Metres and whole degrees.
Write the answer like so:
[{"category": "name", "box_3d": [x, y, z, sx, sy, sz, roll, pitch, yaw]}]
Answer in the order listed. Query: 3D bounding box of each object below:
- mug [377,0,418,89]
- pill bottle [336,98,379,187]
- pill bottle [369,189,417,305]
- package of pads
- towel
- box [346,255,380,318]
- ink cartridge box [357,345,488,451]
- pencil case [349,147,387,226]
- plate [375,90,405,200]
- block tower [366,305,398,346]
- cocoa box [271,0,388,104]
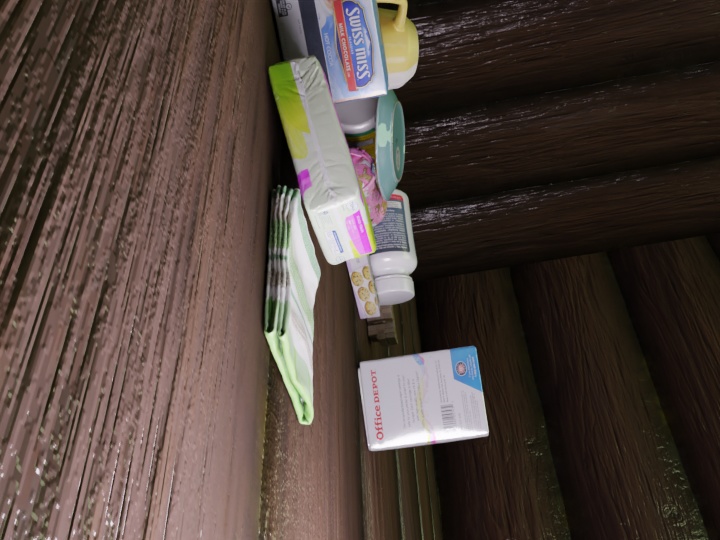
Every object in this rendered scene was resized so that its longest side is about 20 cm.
[{"category": "mug", "box_3d": [0.012, -0.339, 1.253, 0.186, 0.151, 0.152, -148, -124, -73]}, {"category": "pill bottle", "box_3d": [0.007, -0.239, 1.509, 0.201, 0.111, 0.114, 71, 12, -57]}, {"category": "pill bottle", "box_3d": [0.047, -0.043, 1.574, 0.120, 0.118, 0.203, 65, 18, -70]}, {"category": "package of pads", "box_3d": [-0.041, -0.124, 0.954, 0.155, 0.067, 0.203, 70, 4, -66]}, {"category": "towel", "box_3d": [-0.062, 0.031, 0.831, 0.150, 0.030, 0.202, 74, 9, -46]}, {"category": "box", "box_3d": [0.000, 0.000, 1.440, 0.039, 0.041, 0.202, -92, 172, -50]}, {"category": "ink cartridge box", "box_3d": [0.102, 0.214, 1.358, 0.085, 0.197, 0.147, 72, 10, -77]}, {"category": "pencil case", "box_3d": [-0.002, -0.138, 1.420, 0.084, 0.086, 0.200, 64, 0, 17]}, {"category": "plate", "box_3d": [0.055, -0.222, 1.410, 0.200, 0.025, 0.204, 0, 90, -78]}, {"category": "block tower", "box_3d": [0.034, 0.046, 1.638, 0.058, 0.053, 0.203, 68, 14, -69]}, {"category": "cocoa box", "box_3d": [-0.039, -0.328, 1.093, 0.134, 0.129, 0.203, -80, 160, -73]}]
